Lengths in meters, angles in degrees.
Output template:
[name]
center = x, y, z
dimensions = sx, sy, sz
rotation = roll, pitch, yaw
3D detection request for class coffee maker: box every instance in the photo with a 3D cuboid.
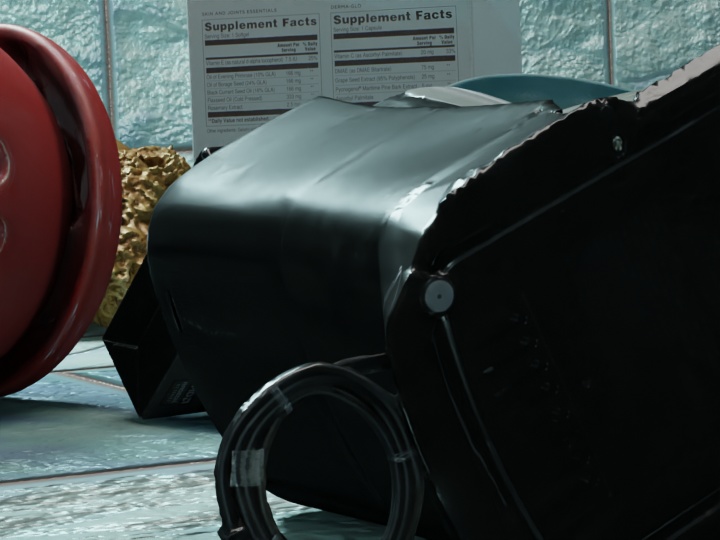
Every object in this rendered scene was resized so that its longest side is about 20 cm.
[coffee maker]
center = 0.016, 0.010, 0.586
dimensions = 0.191, 0.136, 0.200
rotation = -5, 3, -24

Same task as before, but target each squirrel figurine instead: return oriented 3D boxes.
[squirrel figurine]
center = -0.212, -0.025, 1.398
dimensions = 0.199, 0.142, 0.186
rotation = -3, 9, 38

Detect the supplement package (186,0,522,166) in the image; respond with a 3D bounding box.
[supplement package]
center = 0.003, -0.055, 1.138
dimensions = 0.150, 0.201, 0.152
rotation = -1, 3, 14

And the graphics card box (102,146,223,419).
[graphics card box]
center = 0.000, 0.000, 0.939
dimensions = 0.199, 0.051, 0.126
rotation = -3, -38, -37

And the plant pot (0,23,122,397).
[plant pot]
center = -0.220, -0.028, 0.973
dimensions = 0.200, 0.202, 0.182
rotation = 1, -5, 43

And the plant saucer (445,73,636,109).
[plant saucer]
center = 0.115, -0.023, 0.884
dimensions = 0.199, 0.028, 0.200
rotation = 13, 29, -7
